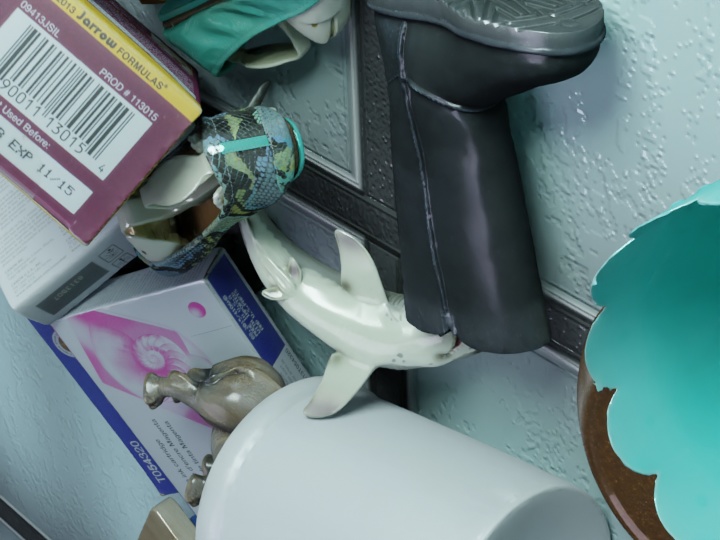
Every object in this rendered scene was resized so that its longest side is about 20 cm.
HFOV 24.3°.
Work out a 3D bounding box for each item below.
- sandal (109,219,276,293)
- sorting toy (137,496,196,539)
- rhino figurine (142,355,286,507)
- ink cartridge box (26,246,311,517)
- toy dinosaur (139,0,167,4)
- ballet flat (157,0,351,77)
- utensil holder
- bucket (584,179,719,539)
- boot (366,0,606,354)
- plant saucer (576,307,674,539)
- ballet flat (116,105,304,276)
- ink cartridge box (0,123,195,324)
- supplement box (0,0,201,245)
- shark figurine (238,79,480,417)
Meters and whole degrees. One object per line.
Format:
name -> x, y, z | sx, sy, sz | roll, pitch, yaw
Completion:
sandal -> -0.145, -0.013, 1.149 | 0.199, 0.045, 0.076 | 4, 105, 26
sorting toy -> -0.094, 0.279, 1.340 | 0.200, 0.069, 0.199 | 50, 153, 11
rhino figurine -> -0.069, 0.135, 1.104 | 0.087, 0.060, 0.201 | -5, 127, 19
ink cartridge box -> -0.124, 0.089, 1.162 | 0.199, 0.043, 0.197 | -15, 120, 34
toy dinosaur -> -0.145, -0.221, 1.044 | 0.200, 0.060, 0.107 | -20, 67, 61
ballet flat -> -0.044, -0.156, 0.949 | 0.070, 0.068, 0.200 | 42, 152, -19
utensil holder -> 0.027, 0.171, 1.012 | 0.199, 0.170, 0.171 | 18, 129, 43
bucket -> 0.208, 0.032, 0.683 | 0.207, 0.135, 0.208 | 32, 138, 34
boot -> 0.070, -0.046, 0.857 | 0.165, 0.065, 0.201 | 31, 132, 55
plant saucer -> 0.181, 0.102, 0.869 | 0.200, 0.037, 0.201 | 34, 140, 35
ballet flat -> -0.107, -0.045, 0.987 | 0.074, 0.074, 0.200 | 57, 144, 2
ink cartridge box -> -0.202, -0.089, 1.140 | 0.057, 0.162, 0.200 | 35, -160, -56
supplement box -> -0.172, -0.110, 0.973 | 0.131, 0.103, 0.200 | 40, -174, -12
shark figurine -> -0.021, -0.004, 1.023 | 0.214, 0.089, 0.128 | 45, 112, 7
